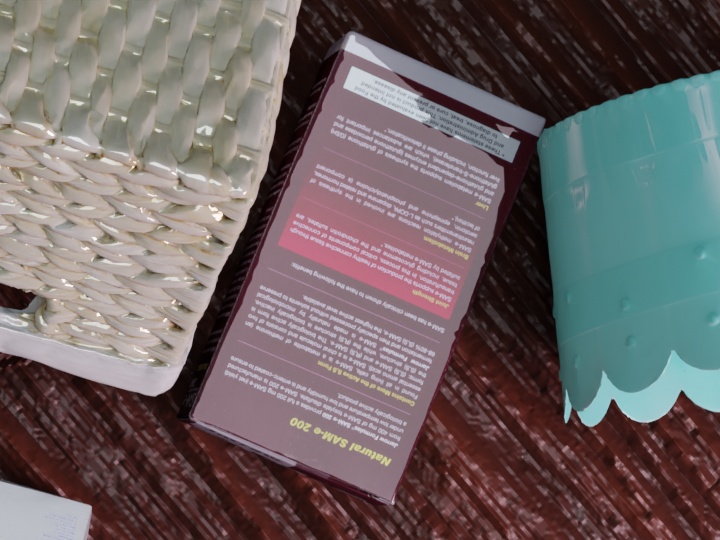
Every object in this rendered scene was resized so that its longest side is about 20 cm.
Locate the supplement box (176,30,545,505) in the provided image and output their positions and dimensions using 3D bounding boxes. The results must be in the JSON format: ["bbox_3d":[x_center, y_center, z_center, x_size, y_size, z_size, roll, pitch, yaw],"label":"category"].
[{"bbox_3d":[0.000,0.000,1.445,0.108,0.061,0.201,24,83,-8],"label":"supplement box"}]

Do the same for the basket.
[{"bbox_3d":[-0.139,-0.083,1.334,0.197,0.161,0.201,18,54,-9],"label":"basket"}]

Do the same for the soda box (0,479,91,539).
[{"bbox_3d":[-0.229,0.113,1.393,0.199,0.068,0.064,16,83,-10],"label":"soda box"}]

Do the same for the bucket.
[{"bbox_3d":[0.181,-0.012,1.412,0.206,0.207,0.136,-8,81,-11],"label":"bucket"}]
